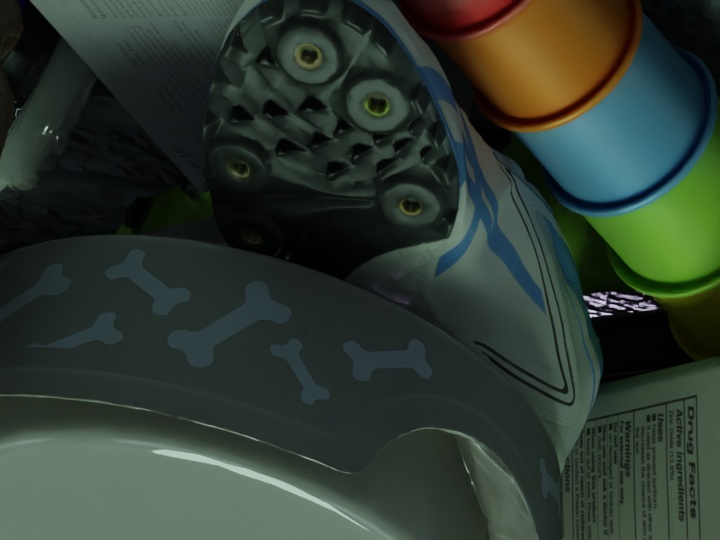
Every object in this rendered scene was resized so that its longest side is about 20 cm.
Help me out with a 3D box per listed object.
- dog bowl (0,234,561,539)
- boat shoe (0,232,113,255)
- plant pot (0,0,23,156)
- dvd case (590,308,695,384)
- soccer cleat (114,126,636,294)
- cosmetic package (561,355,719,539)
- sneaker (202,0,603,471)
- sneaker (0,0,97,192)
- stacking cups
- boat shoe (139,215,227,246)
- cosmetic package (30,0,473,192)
[{"bbox_3d":[-0.037,0.062,0.741,0.199,0.059,0.200,12,150,7],"label":"dog bowl"},{"bbox_3d":[-0.087,0.024,1.000,0.199,0.071,0.064,0,139,4],"label":"boat shoe"},{"bbox_3d":[-0.200,-0.050,0.658,0.198,0.201,0.200,27,157,-27],"label":"plant pot"},{"bbox_3d":[0.071,0.047,0.942,0.149,0.025,0.200,-7,166,22],"label":"dvd case"},{"bbox_3d":[0.000,0.000,0.894,0.199,0.068,0.081,-8,154,39],"label":"soccer cleat"},{"bbox_3d":[0.091,0.086,0.805,0.071,0.106,0.200,4,171,-25],"label":"cosmetic package"},{"bbox_3d":[0.013,-0.015,0.721,0.071,0.073,0.200,-2,145,21],"label":"sneaker"},{"bbox_3d":[-0.146,-0.058,0.835,0.099,0.070,0.200,27,155,-16],"label":"sneaker"},{"bbox_3d":[0.058,-0.043,0.726,0.060,0.061,0.200,-4,150,39],"label":"stacking cups"},{"bbox_3d":[-0.067,0.026,0.818,0.199,0.071,0.069,-12,-175,14],"label":"boat shoe"},{"bbox_3d":[-0.036,-0.080,0.712,0.082,0.051,0.200,1,158,19],"label":"cosmetic package"}]
